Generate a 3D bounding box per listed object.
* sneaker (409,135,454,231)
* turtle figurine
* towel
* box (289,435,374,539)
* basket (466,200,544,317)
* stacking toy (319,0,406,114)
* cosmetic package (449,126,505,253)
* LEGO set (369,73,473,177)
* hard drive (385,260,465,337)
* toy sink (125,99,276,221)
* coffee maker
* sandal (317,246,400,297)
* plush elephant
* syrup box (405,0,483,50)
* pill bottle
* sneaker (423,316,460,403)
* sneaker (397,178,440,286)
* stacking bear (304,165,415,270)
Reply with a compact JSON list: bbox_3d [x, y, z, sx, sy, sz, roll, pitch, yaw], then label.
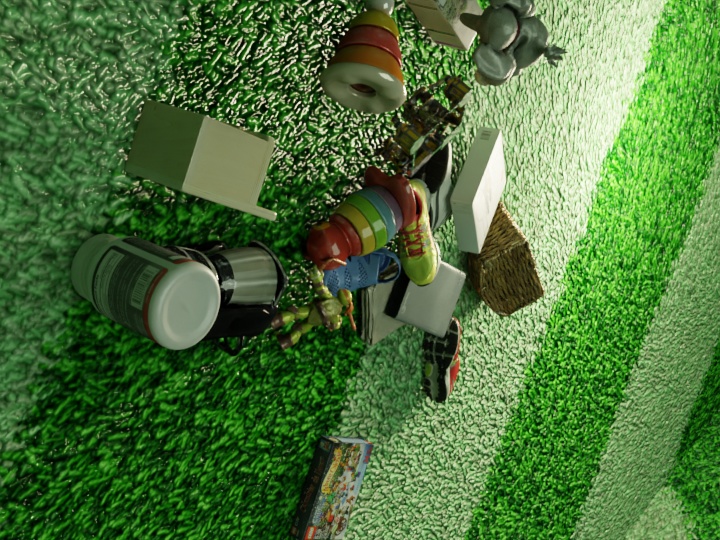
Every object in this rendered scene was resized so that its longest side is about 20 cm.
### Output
[{"bbox_3d":[0.149,-0.172,1.908,0.115,0.075,0.204,-26,134,-53],"label":"sneaker"},{"bbox_3d":[-0.073,0.077,1.684,0.159,0.065,0.201,-27,143,-8],"label":"turtle figurine"},{"bbox_3d":[0.068,0.052,1.922,0.199,0.034,0.135,-27,127,-45],"label":"towel"},{"bbox_3d":[-0.055,0.426,1.931,0.136,0.037,0.203,15,94,-54],"label":"box"},{"bbox_3d":[0.297,-0.017,2.160,0.141,0.150,0.201,-28,135,1],"label":"basket"},{"bbox_3d":[0.021,-0.373,1.614,0.146,0.144,0.204,33,65,-53],"label":"stacking toy"},{"bbox_3d":[0.238,-0.161,1.973,0.152,0.051,0.202,75,32,-52],"label":"cosmetic package"},{"bbox_3d":[0.096,-0.270,1.734,0.200,0.116,0.154,-46,164,-12],"label":"LEGO set"},{"bbox_3d":[0.130,0.045,1.947,0.199,0.033,0.142,24,86,-55],"label":"hard drive"},{"bbox_3d":[-0.207,-0.157,1.398,0.199,0.129,0.114,17,92,-52],"label":"toy sink"},{"bbox_3d":[-0.227,0.054,1.464,0.198,0.133,0.196,-4,110,-50],"label":"coffee maker"},{"bbox_3d":[0.000,0.000,1.770,0.199,0.086,0.081,-26,127,-41],"label":"sandal"},{"bbox_3d":[0.243,-0.410,1.711,0.153,0.199,0.167,19,97,-37],"label":"plush elephant"},{"bbox_3d":[0.138,-0.478,1.731,0.080,0.081,0.200,-62,145,-8],"label":"syrup box"},{"bbox_3d":[-0.289,0.021,1.313,0.115,0.198,0.118,-24,124,-43],"label":"pill bottle"},{"bbox_3d":[0.179,0.181,2.104,0.085,0.076,0.203,-33,137,-53],"label":"sneaker"},{"bbox_3d":[0.095,-0.071,1.820,0.090,0.077,0.204,5,75,-74],"label":"sneaker"},{"bbox_3d":[-0.010,-0.076,1.712,0.199,0.121,0.115,-36,125,-24],"label":"stacking bear"}]
